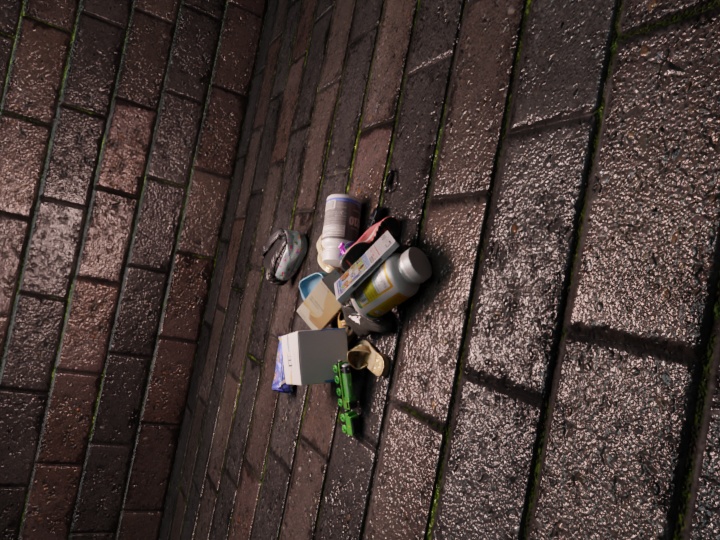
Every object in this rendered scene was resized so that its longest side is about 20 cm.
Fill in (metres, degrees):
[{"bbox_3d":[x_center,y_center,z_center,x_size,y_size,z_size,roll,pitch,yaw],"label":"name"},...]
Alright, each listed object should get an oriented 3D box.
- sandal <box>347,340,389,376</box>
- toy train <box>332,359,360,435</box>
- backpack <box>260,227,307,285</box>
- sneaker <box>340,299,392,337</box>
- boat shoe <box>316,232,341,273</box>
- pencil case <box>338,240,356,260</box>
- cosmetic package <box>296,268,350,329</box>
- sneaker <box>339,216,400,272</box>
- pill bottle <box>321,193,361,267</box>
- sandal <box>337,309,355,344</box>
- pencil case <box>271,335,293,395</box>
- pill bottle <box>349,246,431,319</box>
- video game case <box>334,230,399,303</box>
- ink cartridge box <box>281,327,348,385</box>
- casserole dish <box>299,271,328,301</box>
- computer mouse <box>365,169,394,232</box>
[{"bbox_3d":[-0.001,0.229,1.477,0.211,0.068,0.079,13,90,63],"label":"sandal"},{"bbox_3d":[-0.034,0.339,1.473,0.056,0.041,0.205,-6,92,56],"label":"toy train"},{"bbox_3d":[-0.286,-0.063,2.092,0.202,0.125,0.168,-58,44,31],"label":"backpack"},{"bbox_3d":[0.022,0.139,1.483,0.199,0.075,0.093,20,122,55],"label":"sneaker"},{"bbox_3d":[-0.099,-0.064,1.786,0.201,0.072,0.070,-114,39,-50],"label":"boat shoe"},{"bbox_3d":[0.000,0.000,1.544,0.086,0.091,0.201,-53,33,18],"label":"pencil case"},{"bbox_3d":[-0.105,0.097,1.671,0.105,0.071,0.200,47,137,7],"label":"cosmetic package"},{"bbox_3d":[0.023,-0.065,1.500,0.199,0.074,0.087,-41,13,-9],"label":"sneaker"},{"bbox_3d":[-0.059,-0.120,1.689,0.113,0.112,0.205,-15,66,60],"label":"pill bottle"},{"bbox_3d":[-0.033,0.133,1.596,0.202,0.053,0.081,-63,31,27],"label":"sandal"},{"bbox_3d":[-0.260,0.327,1.926,0.087,0.076,0.205,90,-174,-79],"label":"pencil case"},{"bbox_3d":[0.075,0.029,1.352,0.199,0.112,0.115,-36,47,35],"label":"pill bottle"},{"bbox_3d":[0.011,-0.012,1.381,0.200,0.018,0.143,-44,14,7],"label":"video game case"},{"bbox_3d":[-0.132,0.248,1.588,0.200,0.144,0.148,154,112,-68],"label":"ink cartridge box"},{"bbox_3d":[-0.129,0.067,1.776,0.199,0.038,0.123,-24,94,57],"label":"casserole dish"},{"bbox_3d":[0.063,-0.187,1.579,0.059,0.033,0.204,-132,62,-77],"label":"computer mouse"}]
